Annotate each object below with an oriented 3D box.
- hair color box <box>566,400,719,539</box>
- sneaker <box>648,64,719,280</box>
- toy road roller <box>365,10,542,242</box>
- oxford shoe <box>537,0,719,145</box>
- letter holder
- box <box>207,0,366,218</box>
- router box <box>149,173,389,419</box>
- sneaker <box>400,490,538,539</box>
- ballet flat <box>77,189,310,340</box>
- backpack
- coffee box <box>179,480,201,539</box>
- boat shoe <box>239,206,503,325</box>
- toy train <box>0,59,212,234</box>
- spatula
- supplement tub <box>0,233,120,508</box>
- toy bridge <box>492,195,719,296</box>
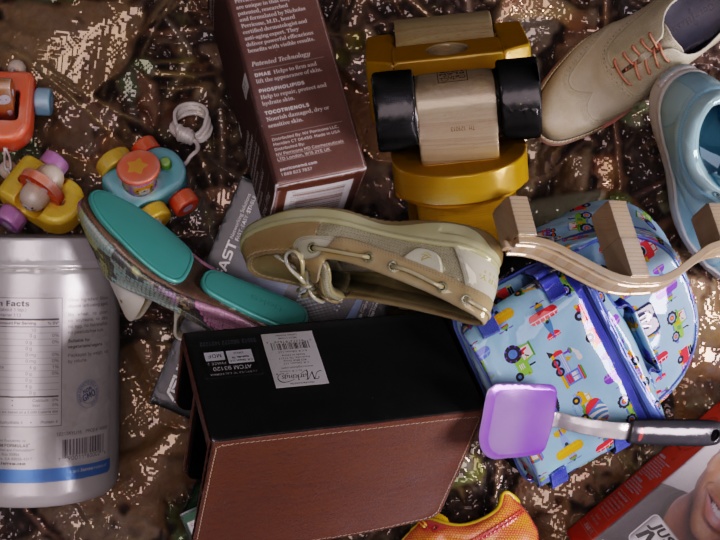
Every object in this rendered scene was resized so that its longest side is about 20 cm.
[{"bbox_3d":[0.278,0.194,0.970,0.200,0.061,0.102,-41,92,1],"label":"hair color box"},{"bbox_3d":[0.281,-0.059,0.923,0.074,0.082,0.201,-30,115,3],"label":"sneaker"},{"bbox_3d":[0.070,-0.102,0.904,0.122,0.200,0.147,-5,118,3],"label":"toy road roller"},{"bbox_3d":[0.218,-0.172,0.943,0.200,0.074,0.071,-39,92,2],"label":"oxford shoe"},{"bbox_3d":[-0.031,0.121,0.877,0.198,0.101,0.143,-4,135,-20],"label":"letter holder"},{"bbox_3d":[-0.059,-0.142,0.899,0.074,0.100,0.201,-11,74,-12],"label":"box"},{"bbox_3d":[-0.062,0.042,0.960,0.149,0.062,0.201,22,93,0],"label":"router box"},{"bbox_3d":[0.049,0.243,0.979,0.199,0.073,0.078,-24,71,-3],"label":"sneaker"},{"bbox_3d":[-0.133,0.018,0.894,0.199,0.069,0.071,30,119,-8],"label":"ballet flat"},{"bbox_3d":[0.175,0.048,0.921,0.199,0.135,0.184,-25,105,-5],"label":"backpack"},{"bbox_3d":[-0.080,0.261,0.943,0.044,0.123,0.201,-23,94,0],"label":"coffee box"},{"bbox_3d":[0.001,0.001,0.863,0.199,0.073,0.064,6,63,15],"label":"boat shoe"},{"bbox_3d":[-0.219,-0.102,0.933,0.198,0.056,0.151,5,68,-4],"label":"toy train"},{"bbox_3d":[0.175,0.113,0.853,0.198,0.021,0.057,6,103,-15],"label":"spatula"},{"bbox_3d":[-0.252,0.073,0.928,0.131,0.132,0.202,1,92,0],"label":"supplement tub"},{"bbox_3d":[0.186,-0.016,0.851,0.199,0.027,0.068,0,63,-25],"label":"toy bridge"}]
